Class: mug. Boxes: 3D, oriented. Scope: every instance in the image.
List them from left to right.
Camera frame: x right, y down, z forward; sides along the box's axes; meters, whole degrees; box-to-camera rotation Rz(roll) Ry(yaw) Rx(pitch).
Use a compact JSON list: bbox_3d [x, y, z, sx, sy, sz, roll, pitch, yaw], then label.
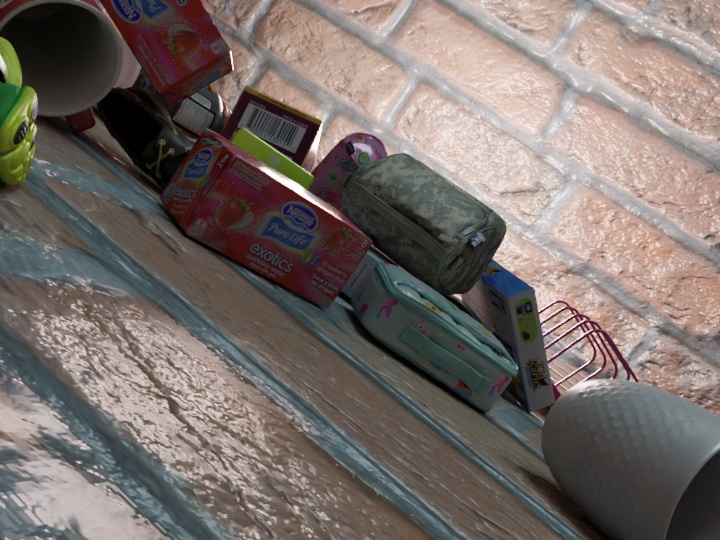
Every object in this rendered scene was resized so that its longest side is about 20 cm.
[{"bbox_3d":[-0.351,-0.259,1.032,0.133,0.178,0.200,1,39,-30],"label":"mug"},{"bbox_3d":[0.270,0.201,0.900,0.175,0.148,0.200,30,-30,50],"label":"mug"}]

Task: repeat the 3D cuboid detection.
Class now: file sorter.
[{"bbox_3d":[0.327,0.143,1.477,0.139,0.125,0.200,55,1,-13],"label":"file sorter"}]

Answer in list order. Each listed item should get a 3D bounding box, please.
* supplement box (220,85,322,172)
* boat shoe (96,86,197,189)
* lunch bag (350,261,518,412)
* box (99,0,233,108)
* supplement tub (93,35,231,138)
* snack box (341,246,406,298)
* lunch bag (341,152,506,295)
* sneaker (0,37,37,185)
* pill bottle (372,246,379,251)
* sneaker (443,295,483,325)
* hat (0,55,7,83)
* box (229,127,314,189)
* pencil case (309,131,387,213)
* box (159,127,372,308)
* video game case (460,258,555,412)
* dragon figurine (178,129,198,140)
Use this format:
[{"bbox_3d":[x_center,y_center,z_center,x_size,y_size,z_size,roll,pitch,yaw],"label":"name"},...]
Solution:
[{"bbox_3d":[-0.141,-0.184,1.462,0.131,0.103,0.200,24,-12,0],"label":"supplement box"},{"bbox_3d":[-0.226,-0.134,1.066,0.201,0.072,0.061,46,23,21],"label":"boat shoe"},{"bbox_3d":[0.090,0.076,1.105,0.200,0.077,0.160,33,6,-12],"label":"lunch bag"},{"bbox_3d":[-0.235,-0.299,1.071,0.200,0.095,0.103,58,-4,-3],"label":"box"},{"bbox_3d":[-0.290,-0.249,1.393,0.123,0.123,0.200,39,6,38],"label":"supplement tub"},{"bbox_3d":[0.000,0.000,1.270,0.200,0.068,0.169,34,5,3],"label":"snack box"},{"bbox_3d":[0.082,-0.062,1.277,0.200,0.139,0.168,38,15,21],"label":"lunch bag"},{"bbox_3d":[-0.289,-0.121,0.702,0.083,0.074,0.200,-1,29,-30],"label":"sneaker"},{"bbox_3d":[0.021,-0.054,1.611,0.111,0.111,0.200,30,7,-38],"label":"pill bottle"},{"bbox_3d":[0.116,0.062,1.390,0.200,0.073,0.085,36,8,31],"label":"sneaker"},{"bbox_3d":[-0.355,-0.154,0.588,0.200,0.176,0.166,52,-14,-5],"label":"hat"},{"bbox_3d":[-0.145,-0.133,1.324,0.122,0.048,0.200,33,-16,-14],"label":"box"},{"bbox_3d":[-0.037,-0.119,1.401,0.087,0.200,0.088,23,46,-27],"label":"pencil case"},{"bbox_3d":[-0.098,-0.053,1.007,0.200,0.096,0.100,31,8,-36],"label":"box"},{"bbox_3d":[0.205,0.081,1.369,0.200,0.045,0.181,-132,-153,-65],"label":"video game case"},{"bbox_3d":[-0.200,-0.124,1.195,0.099,0.059,0.200,35,4,11],"label":"dragon figurine"}]
